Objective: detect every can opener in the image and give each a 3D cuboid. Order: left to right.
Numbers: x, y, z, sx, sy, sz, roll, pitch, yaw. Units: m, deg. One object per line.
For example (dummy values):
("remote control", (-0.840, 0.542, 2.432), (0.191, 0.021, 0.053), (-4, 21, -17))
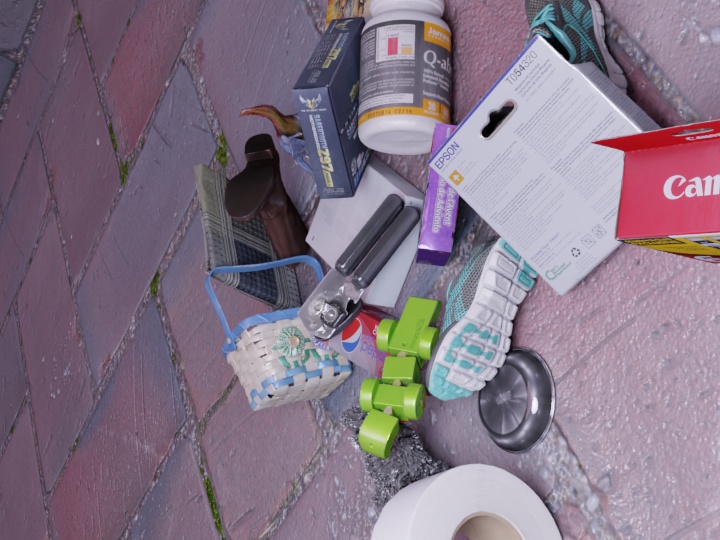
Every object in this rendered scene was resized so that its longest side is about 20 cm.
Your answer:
("can opener", (0.000, 0.000, 1.390), (0.053, 0.067, 0.200), (37, 88, 19))

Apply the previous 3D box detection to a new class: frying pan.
("frying pan", (0.168, 0.103, 1.229), (0.115, 0.031, 0.190), (-2, 82, 55))

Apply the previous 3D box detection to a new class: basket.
("basket", (-0.103, 0.077, 1.533), (0.139, 0.176, 0.200), (-52, 55, 50))

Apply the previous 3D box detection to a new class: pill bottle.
("pill bottle", (0.057, -0.254, 1.417), (0.116, 0.116, 0.200), (-15, 69, 55))

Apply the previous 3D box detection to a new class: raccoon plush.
("raccoon plush", (0.044, 0.197, 1.268), (0.134, 0.097, 0.200), (62, 164, 5))

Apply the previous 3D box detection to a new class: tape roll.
("tape roll", (0.108, 0.295, 1.106), (0.071, 0.202, 0.203), (-32, 55, 49))

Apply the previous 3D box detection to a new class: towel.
("towel", (-0.168, -0.043, 1.653), (0.035, 0.193, 0.200), (-31, 53, 28))

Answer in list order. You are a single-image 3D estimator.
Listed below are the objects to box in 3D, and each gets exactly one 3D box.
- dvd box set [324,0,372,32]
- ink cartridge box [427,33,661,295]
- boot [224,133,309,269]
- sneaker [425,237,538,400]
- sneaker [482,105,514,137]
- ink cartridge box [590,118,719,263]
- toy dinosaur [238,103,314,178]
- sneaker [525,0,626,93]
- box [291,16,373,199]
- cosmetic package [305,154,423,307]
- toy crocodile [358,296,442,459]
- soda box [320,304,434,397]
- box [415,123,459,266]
("dvd box set", (-0.003, -0.368, 1.626), (0.146, 0.029, 0.200), (-3, 78, 57))
("ink cartridge box", (0.196, -0.104, 1.122), (0.200, 0.043, 0.196), (46, 131, 5))
("boot", (-0.122, -0.062, 1.577), (0.186, 0.064, 0.200), (-77, -22, -48))
("sneaker", (0.124, 0.050, 1.246), (0.200, 0.078, 0.091), (-60, 23, -10))
("sneaker", (0.187, -0.130, 1.201), (0.200, 0.090, 0.067), (41, 117, 54))
("ink cartridge box", (0.308, -0.060, 0.910), (0.200, 0.175, 0.084), (-3, 79, 58))
("toy dinosaur", (-0.081, -0.206, 1.590), (0.105, 0.200, 0.181), (-51, 23, 1))
("sneaker", (0.208, -0.244, 1.183), (0.078, 0.091, 0.200), (-45, 45, 32))
("box", (-0.023, -0.209, 1.438), (0.200, 0.051, 0.158), (-70, -28, -51))
("cosmetic package", (0.008, -0.063, 1.503), (0.200, 0.052, 0.151), (46, 118, 53))
("toy crocodile", (0.047, 0.113, 1.255), (0.067, 0.062, 0.200), (5, 54, 20))
("soda box", (0.032, 0.094, 1.403), (0.200, 0.070, 0.063), (27, 101, 56))
("box", (0.091, -0.081, 1.292), (0.200, 0.039, 0.137), (61, -143, -86))
